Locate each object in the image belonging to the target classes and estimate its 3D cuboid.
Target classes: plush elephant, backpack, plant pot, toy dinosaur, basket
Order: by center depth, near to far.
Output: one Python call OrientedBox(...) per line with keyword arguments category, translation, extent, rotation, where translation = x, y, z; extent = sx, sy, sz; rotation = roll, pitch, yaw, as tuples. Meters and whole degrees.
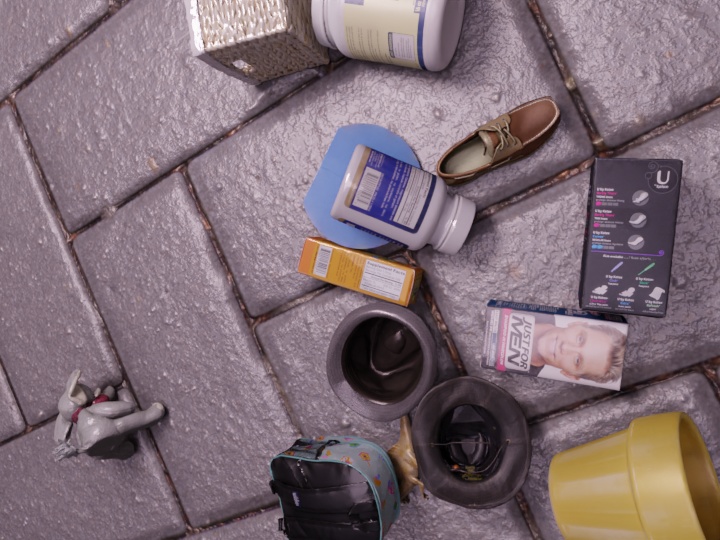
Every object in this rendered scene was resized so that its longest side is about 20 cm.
OrientedBox(category="plant pot", translation=(0.375, 0.308, 0.761), extent=(0.188, 0.200, 0.202), rotation=(-21, 89, 36))
OrientedBox(category="basket", translation=(-0.161, -0.423, 0.865), extent=(0.160, 0.198, 0.202), rotation=(-8, 93, 16))
OrientedBox(category="backpack", translation=(-0.030, 0.368, 0.922), extent=(0.199, 0.153, 0.177), rotation=(-8, 93, 35))
OrientedBox(category="toy dinosaur", translation=(0.089, 0.311, 0.926), extent=(0.100, 0.058, 0.202), rotation=(2, 96, 21))
OrientedBox(category="plush elephant", translation=(-0.530, 0.288, 1.101), extent=(0.165, 0.199, 0.155), rotation=(-51, 60, 25))

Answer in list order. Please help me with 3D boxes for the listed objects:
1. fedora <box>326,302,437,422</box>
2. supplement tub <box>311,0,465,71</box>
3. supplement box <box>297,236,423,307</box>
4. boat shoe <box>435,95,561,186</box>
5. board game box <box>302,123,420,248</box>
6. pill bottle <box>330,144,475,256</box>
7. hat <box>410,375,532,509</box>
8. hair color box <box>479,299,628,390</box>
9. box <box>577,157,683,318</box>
OrientedBox(category="fedora", translation=(0.044, 0.135, 0.901), extent=(0.176, 0.090, 0.201), rotation=(28, 114, 13))
OrientedBox(category="supplement tub", translation=(0.042, -0.384, 0.820), extent=(0.199, 0.145, 0.146), rotation=(16, 101, 17))
OrientedBox(category="supplement box", translation=(0.000, 0.000, 0.920), extent=(0.199, 0.066, 0.069), rotation=(19, 99, 16))
OrientedBox(category="boat shoe", translation=(0.201, -0.187, 0.822), extent=(0.199, 0.074, 0.076), rotation=(-32, 85, 20))
OrientedBox(category="board game box", translation=(0.004, -0.137, 0.913), extent=(0.157, 0.039, 0.201), rotation=(26, 97, -5))
OrientedBox(category="pill bottle", translation=(0.065, -0.100, 0.839), extent=(0.199, 0.120, 0.120), rotation=(22, 104, -5))
OrientedBox(category="hat", translation=(0.174, 0.263, 0.873), extent=(0.199, 0.081, 0.202), rotation=(0, 89, 9))
OrientedBox(category="hair color box", translation=(0.287, 0.108, 0.831), extent=(0.199, 0.060, 0.101), rotation=(6, 98, 18))
OrientedBox(category="box", translation=(0.362, -0.047, 0.753), extent=(0.105, 0.122, 0.202), rotation=(5, 98, 20))
